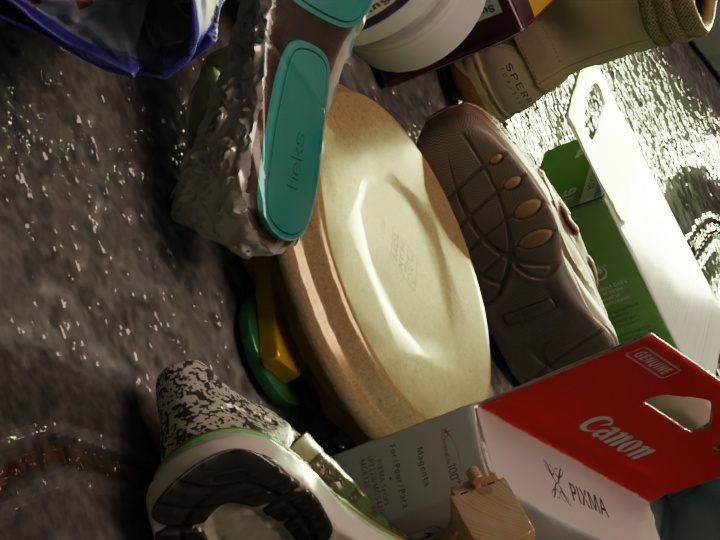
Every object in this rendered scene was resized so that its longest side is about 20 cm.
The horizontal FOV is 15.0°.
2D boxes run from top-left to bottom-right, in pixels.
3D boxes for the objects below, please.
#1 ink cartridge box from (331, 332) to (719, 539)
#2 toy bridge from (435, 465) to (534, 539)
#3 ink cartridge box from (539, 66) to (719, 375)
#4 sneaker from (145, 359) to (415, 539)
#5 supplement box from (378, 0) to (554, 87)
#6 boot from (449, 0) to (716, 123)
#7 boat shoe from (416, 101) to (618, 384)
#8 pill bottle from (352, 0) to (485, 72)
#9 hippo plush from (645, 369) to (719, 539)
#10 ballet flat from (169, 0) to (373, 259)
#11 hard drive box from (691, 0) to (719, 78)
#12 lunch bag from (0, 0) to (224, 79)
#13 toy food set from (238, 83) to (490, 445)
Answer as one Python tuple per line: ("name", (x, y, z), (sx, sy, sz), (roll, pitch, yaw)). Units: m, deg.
("ink cartridge box", (0.095, 0.101, 1.238), (0.200, 0.173, 0.044), (31, 43, -57))
("toy bridge", (0.052, 0.151, 1.183), (0.201, 0.027, 0.067), (86, -19, -45))
("ink cartridge box", (0.143, -0.018, 1.599), (0.201, 0.059, 0.104), (62, 24, -20))
("sneaker", (-0.023, 0.096, 1.120), (0.200, 0.077, 0.089), (49, 18, -49))
("supplement box", (0.024, -0.214, 1.456), (0.201, 0.085, 0.110), (66, 22, -10))
("boot", (0.127, -0.181, 1.570), (0.073, 0.155, 0.201), (53, 26, -36))
("boat shoe", (0.077, -0.018, 1.444), (0.072, 0.075, 0.200), (-91, 161, -46))
("pill bottle", (-0.019, -0.174, 1.290), (0.200, 0.111, 0.111), (39, 37, -51))
("hippo plush", (0.219, 0.132, 1.502), (0.161, 0.159, 0.201), (-27, 95, -61))
("ballet flat", (-0.039, -0.103, 1.178), (0.072, 0.071, 0.201), (38, 64, -52))
("hard drive box", (0.292, -0.243, 2.111), (0.156, 0.077, 0.201), (42, 35, -48))
("lunch bag", (-0.114, -0.186, 1.072), (0.200, 0.124, 0.170), (52, 26, -21))
("toy food set", (0.000, 0.000, 1.271), (0.198, 0.048, 0.201), (43, 35, -48))
